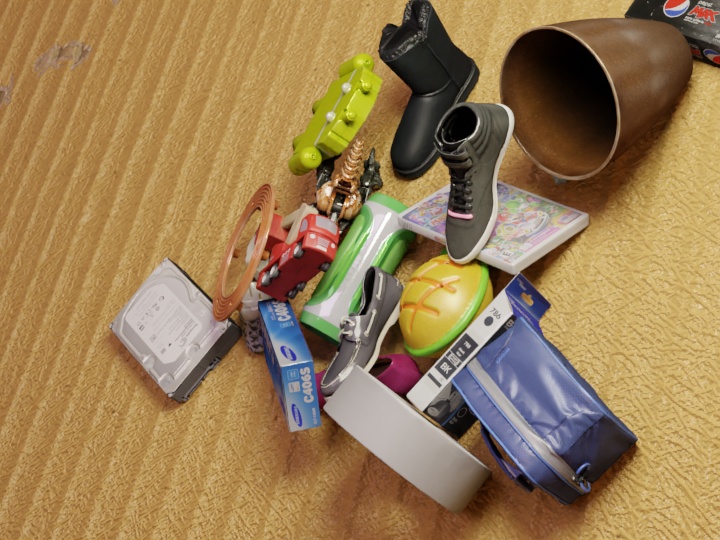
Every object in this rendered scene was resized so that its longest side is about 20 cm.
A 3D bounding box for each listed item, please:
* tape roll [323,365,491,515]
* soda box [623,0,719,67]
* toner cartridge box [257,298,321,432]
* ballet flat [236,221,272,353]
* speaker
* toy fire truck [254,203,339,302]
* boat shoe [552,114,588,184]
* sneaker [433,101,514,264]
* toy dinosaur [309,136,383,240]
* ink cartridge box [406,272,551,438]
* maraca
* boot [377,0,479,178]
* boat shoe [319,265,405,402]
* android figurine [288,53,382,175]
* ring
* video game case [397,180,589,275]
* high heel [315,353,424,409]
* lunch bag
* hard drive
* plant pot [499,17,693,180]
[{"bbox_3d":[0.054,0.195,1.574,0.066,0.200,0.200,-51,48,-2],"label":"tape roll"},{"bbox_3d":[0.431,-0.301,1.690,0.200,0.063,0.071,31,83,42],"label":"soda box"},{"bbox_3d":[-0.093,0.116,1.744,0.043,0.095,0.200,-11,23,-8],"label":"toner cartridge box"},{"bbox_3d":[-0.141,0.015,1.905,0.072,0.072,0.201,-5,62,33],"label":"ballet flat"},{"bbox_3d":[0.000,0.000,1.803,0.088,0.088,0.200,23,79,41],"label":"speaker"},{"bbox_3d":[-0.085,-0.037,1.790,0.200,0.049,0.141,-39,32,50],"label":"toy fire truck"},{"bbox_3d":[0.237,-0.192,1.758,0.062,0.073,0.200,-33,55,10],"label":"boat shoe"},{"bbox_3d":[0.119,-0.111,1.628,0.071,0.099,0.200,15,92,38],"label":"sneaker"},{"bbox_3d":[-0.022,-0.100,1.844,0.200,0.102,0.136,-39,24,41],"label":"toy dinosaur"},{"bbox_3d":[0.153,0.103,1.626,0.200,0.099,0.039,-49,48,3],"label":"ink cartridge box"},{"bbox_3d":[0.110,0.028,1.700,0.137,0.107,0.200,-30,29,35],"label":"maraca"},{"bbox_3d":[0.068,-0.247,1.844,0.076,0.168,0.200,24,80,41],"label":"boot"},{"bbox_3d":[-0.008,0.076,1.702,0.073,0.063,0.200,-19,31,48],"label":"boat shoe"},{"bbox_3d":[-0.034,-0.208,1.825,0.182,0.041,0.200,-62,16,-13],"label":"android figurine"},{"bbox_3d":[-0.154,-0.023,1.851,0.201,0.019,0.201,-57,20,35],"label":"ring"},{"bbox_3d":[0.165,-0.064,1.718,0.143,0.018,0.200,-32,39,-31],"label":"video game case"},{"bbox_3d":[-0.011,0.133,1.725,0.200,0.096,0.068,-10,59,31],"label":"high heel"},{"bbox_3d":[0.203,0.169,1.528,0.132,0.136,0.200,-43,49,7],"label":"lunch bag"},{"bbox_3d":[-0.271,0.085,1.977,0.140,0.038,0.200,-50,48,1],"label":"hard drive"},{"bbox_3d":[0.303,-0.229,1.648,0.200,0.187,0.187,-26,36,-34],"label":"plant pot"}]
